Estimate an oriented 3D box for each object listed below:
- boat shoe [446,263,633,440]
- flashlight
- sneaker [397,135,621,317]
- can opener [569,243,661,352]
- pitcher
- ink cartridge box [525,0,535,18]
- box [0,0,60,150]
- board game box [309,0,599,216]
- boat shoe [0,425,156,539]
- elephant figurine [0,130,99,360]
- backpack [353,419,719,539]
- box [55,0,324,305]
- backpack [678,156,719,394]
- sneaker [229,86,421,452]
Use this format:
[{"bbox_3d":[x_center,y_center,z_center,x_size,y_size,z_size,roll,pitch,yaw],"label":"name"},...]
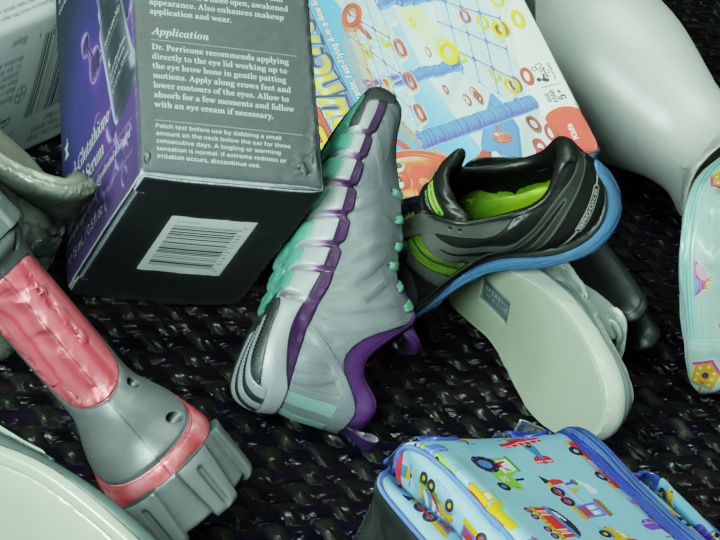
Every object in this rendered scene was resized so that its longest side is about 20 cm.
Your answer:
[{"bbox_3d":[0.115,0.029,1.484,0.071,0.070,0.201,0,29,-26],"label":"boat shoe"},{"bbox_3d":[-0.136,0.039,1.200,0.200,0.068,0.068,51,35,-13],"label":"flashlight"},{"bbox_3d":[0.045,-0.027,1.450,0.199,0.083,0.071,-20,44,17],"label":"sneaker"},{"bbox_3d":[0.127,-0.015,1.606,0.200,0.079,0.063,49,1,41],"label":"can opener"},{"bbox_3d":[0.196,-0.119,1.792,0.200,0.121,0.171,42,11,25],"label":"pitcher"},{"bbox_3d":[0.004,-0.183,1.728,0.199,0.084,0.146,-13,34,-11],"label":"ink cartridge box"},{"bbox_3d":[-0.276,-0.148,1.529,0.199,0.105,0.184,27,26,15],"label":"box"},{"bbox_3d":[0.014,-0.116,1.568,0.195,0.056,0.201,-15,64,-22],"label":"board game box"},{"bbox_3d":[-0.154,0.098,1.176,0.199,0.073,0.062,25,30,24],"label":"boat shoe"},{"bbox_3d":[-0.202,-0.027,1.335,0.199,0.141,0.156,16,54,-39],"label":"elephant figurine"},{"bbox_3d":[0.108,0.158,1.165,0.199,0.135,0.183,2,32,-36],"label":"backpack"},{"bbox_3d":[-0.097,-0.103,1.416,0.104,0.148,0.201,4,63,-21],"label":"box"},{"bbox_3d":[0.274,-0.014,1.524,0.153,0.201,0.176,13,23,28],"label":"backpack"},{"bbox_3d":[0.000,0.000,1.401,0.087,0.074,0.201,25,66,-10],"label":"sneaker"}]
